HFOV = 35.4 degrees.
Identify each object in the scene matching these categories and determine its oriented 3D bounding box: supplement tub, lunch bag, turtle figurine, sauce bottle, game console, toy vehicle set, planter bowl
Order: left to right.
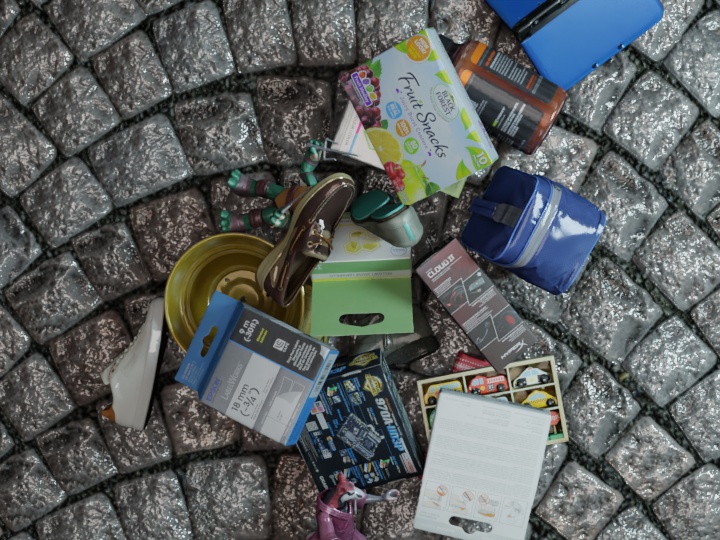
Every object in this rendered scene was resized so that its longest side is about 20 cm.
[{"bbox_3d":[-0.174,0.044,1.623,0.200,0.083,0.201,0,93,4],"label":"planter bowl"},{"bbox_3d":[-0.095,-0.101,1.582,0.200,0.150,0.101,-5,134,25],"label":"turtle figurine"},{"bbox_3d":[-0.079,0.100,1.633,0.065,0.065,0.200,19,96,2],"label":"sauce bottle"},{"bbox_3d":[0.180,-0.252,1.578,0.200,0.107,0.107,30,94,1],"label":"supplement tub"},{"bbox_3d":[0.189,0.200,1.622,0.200,0.027,0.124,-11,90,5],"label":"toy vehicle set"},{"bbox_3d":[0.223,-0.065,1.546,0.132,0.200,0.136,28,92,-17],"label":"lunch bag"},{"bbox_3d":[0.298,-0.386,1.609,0.200,0.118,0.171,-36,60,4],"label":"game console"}]

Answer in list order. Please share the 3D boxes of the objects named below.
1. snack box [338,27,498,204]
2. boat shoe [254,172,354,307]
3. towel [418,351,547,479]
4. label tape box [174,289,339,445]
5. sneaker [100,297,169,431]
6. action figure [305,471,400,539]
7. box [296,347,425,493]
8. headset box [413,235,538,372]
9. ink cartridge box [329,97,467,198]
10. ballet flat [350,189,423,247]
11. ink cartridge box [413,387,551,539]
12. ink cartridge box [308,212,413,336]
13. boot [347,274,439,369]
[{"bbox_3d":[0.080,-0.207,1.533,0.142,0.053,0.200,-26,94,21],"label":"snack box"},{"bbox_3d":[-0.063,-0.037,1.516,0.200,0.072,0.072,-52,53,13],"label":"boat shoe"},{"bbox_3d":[0.179,0.234,1.648,0.144,0.022,0.200,18,92,4],"label":"towel"},{"bbox_3d":[-0.151,0.129,1.531,0.200,0.063,0.144,25,91,13],"label":"label tape box"},{"bbox_3d":[-0.332,0.130,1.640,0.085,0.073,0.200,15,95,-1],"label":"sneaker"},{"bbox_3d":[-0.035,0.364,1.612,0.149,0.134,0.200,15,121,26],"label":"action figure"},{"bbox_3d":[-0.013,0.221,1.599,0.159,0.046,0.200,-17,116,11],"label":"box"},{"bbox_3d":[0.150,0.035,1.574,0.075,0.149,0.200,-39,90,3],"label":"headset box"},{"bbox_3d":[0.067,-0.184,1.610,0.200,0.059,0.104,21,94,2],"label":"ink cartridge box"},{"bbox_3d":[0.034,-0.064,1.541,0.067,0.200,0.064,-33,106,-6],"label":"ballet flat"},{"bbox_3d":[0.170,0.279,1.591,0.160,0.047,0.200,12,95,4],"label":"ink cartridge box"},{"bbox_3d":[0.000,0.000,1.568,0.145,0.200,0.048,-3,134,2],"label":"ink cartridge box"},{"bbox_3d":[0.007,0.092,1.637,0.200,0.068,0.131,-25,79,5],"label":"boot"}]
